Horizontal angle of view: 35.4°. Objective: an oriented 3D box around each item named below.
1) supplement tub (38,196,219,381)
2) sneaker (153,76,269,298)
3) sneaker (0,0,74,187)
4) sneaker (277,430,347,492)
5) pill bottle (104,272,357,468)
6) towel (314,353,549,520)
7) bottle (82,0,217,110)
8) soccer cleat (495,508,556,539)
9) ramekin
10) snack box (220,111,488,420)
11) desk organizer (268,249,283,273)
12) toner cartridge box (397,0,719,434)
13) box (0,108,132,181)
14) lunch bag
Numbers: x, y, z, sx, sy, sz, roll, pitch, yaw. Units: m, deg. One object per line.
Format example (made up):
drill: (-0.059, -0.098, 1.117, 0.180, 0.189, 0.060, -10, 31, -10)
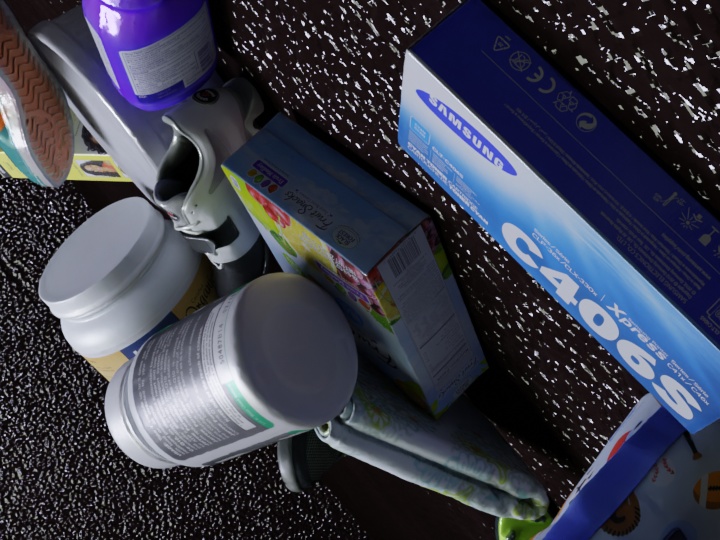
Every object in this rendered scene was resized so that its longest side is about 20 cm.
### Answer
supplement tub: (-0.174, 0.047, 1.007, 0.200, 0.144, 0.144, 50, 168, -32)
sneaker: (-0.125, -0.050, 0.896, 0.074, 0.088, 0.201, 32, 134, 42)
sneaker: (-0.309, -0.153, 0.943, 0.080, 0.072, 0.201, 3, 136, 23)
sneaker: (-0.007, 0.142, 1.099, 0.114, 0.199, 0.077, -6, 109, 23)
pill bottle: (-0.104, 0.083, 0.848, 0.200, 0.113, 0.113, -26, 108, 44)
towel: (0.039, 0.123, 0.911, 0.199, 0.048, 0.171, 25, -168, -23)
bottle: (-0.146, -0.181, 0.766, 0.065, 0.083, 0.200, 53, 169, 13)
soccer cleat: (0.173, 0.276, 1.093, 0.200, 0.067, 0.081, 57, 178, -33)
ramekin: (-0.185, -0.150, 0.969, 0.202, 0.094, 0.202, 46, 168, 13)
snack box: (0.000, 0.000, 0.846, 0.169, 0.068, 0.200, 37, 165, 37)
desk organizer: (-0.042, 0.025, 1.039, 0.072, 0.077, 0.200, 32, 159, 53)
toner cartridge box: (0.100, -0.021, 0.498, 0.200, 0.043, 0.095, 46, 166, 14)
box: (-0.270, -0.132, 1.123, 0.199, 0.076, 0.050, 2, 152, 17)
lunch bag: (0.147, 0.169, 0.609, 0.124, 0.170, 0.200, 34, 161, 38)
